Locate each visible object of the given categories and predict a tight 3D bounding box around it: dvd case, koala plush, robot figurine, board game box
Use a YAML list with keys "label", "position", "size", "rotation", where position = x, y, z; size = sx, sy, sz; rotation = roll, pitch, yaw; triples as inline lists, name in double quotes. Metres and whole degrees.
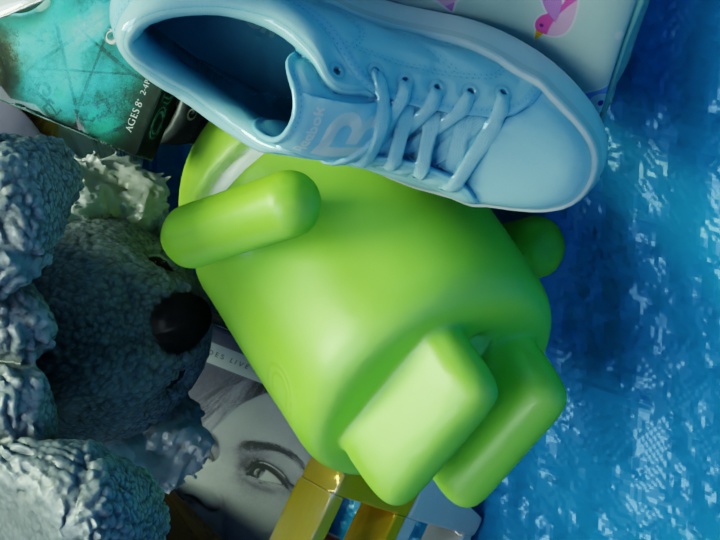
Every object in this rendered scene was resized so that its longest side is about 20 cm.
- label: "dvd case"
  position: [-0.096, 0.101, 1.384]
  size: [0.148, 0.016, 0.201]
  rotation: [21, 121, 0]
- label: "koala plush"
  position: [-0.135, 0.030, 1.225]
  size: [0.183, 0.200, 0.178]
  rotation: [-12, 95, 34]
- label: "robot figurine"
  position: [0.000, 0.000, 1.202]
  size: [0.116, 0.175, 0.200]
  rotation: [-52, 53, 28]
- label: "board game box"
  position: [-0.109, -0.162, 1.196]
  size: [0.135, 0.028, 0.201]
  rotation: [22, 92, 13]

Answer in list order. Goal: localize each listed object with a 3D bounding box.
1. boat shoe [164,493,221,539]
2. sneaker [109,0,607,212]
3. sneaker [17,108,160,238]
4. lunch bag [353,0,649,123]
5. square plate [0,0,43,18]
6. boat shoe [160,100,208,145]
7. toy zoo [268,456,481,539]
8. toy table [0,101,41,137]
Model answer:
- label: "boat shoe"
  position: [-0.087, 0.151, 1.356]
  size: [0.199, 0.072, 0.065]
  rotation: [27, 129, -8]
- label: "sneaker"
  position: [-0.004, -0.059, 1.101]
  size: [0.199, 0.082, 0.074]
  rotation: [21, 126, -5]
- label: "sneaker"
  position: [-0.120, -0.058, 1.363]
  size: [0.075, 0.088, 0.201]
  rotation: [7, 134, 34]
- label: "lunch bag"
  position: [0.041, -0.148, 1.135]
  size: [0.160, 0.077, 0.201]
  rotation: [16, 120, 1]
- label: "square plate"
  position: [-0.089, -0.204, 1.109]
  size: [0.197, 0.028, 0.201]
  rotation: [-18, 60, 31]
- label: "boat shoe"
  position: [-0.093, -0.148, 1.309]
  size: [0.074, 0.062, 0.201]
  rotation: [-7, 100, 45]
- label: "toy zoo"
  position: [-0.013, 0.154, 1.266]
  size: [0.020, 0.131, 0.201]
  rotation: [26, 92, 31]
- label: "toy table"
  position: [-0.240, -0.024, 1.335]
  size: [0.200, 0.117, 0.184]
  rotation: [-10, 120, 53]
